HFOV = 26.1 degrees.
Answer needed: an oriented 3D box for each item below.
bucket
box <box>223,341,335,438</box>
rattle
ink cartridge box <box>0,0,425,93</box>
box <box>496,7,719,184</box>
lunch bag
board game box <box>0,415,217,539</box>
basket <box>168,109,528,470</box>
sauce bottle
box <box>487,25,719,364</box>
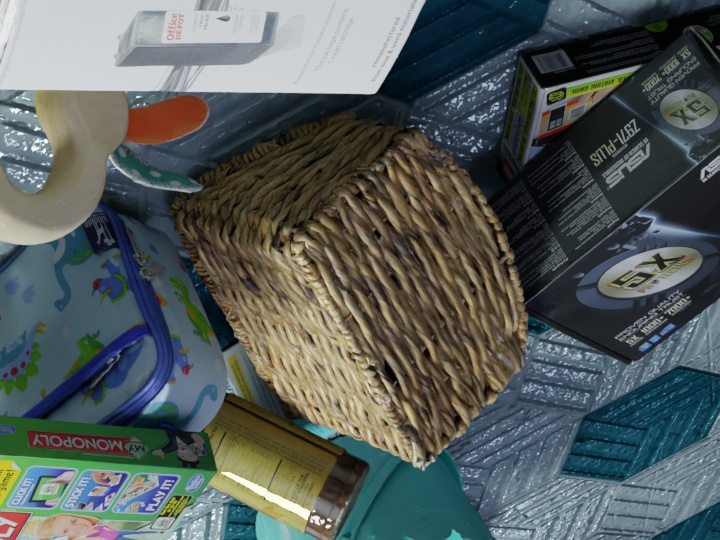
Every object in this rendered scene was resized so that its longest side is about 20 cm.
[{"bbox_3d":[0.015,0.240,1.296,0.206,0.135,0.208,-15,136,-14],"label":"bucket"},{"bbox_3d":[0.003,0.048,1.107,0.199,0.083,0.049,-31,147,7],"label":"box"},{"bbox_3d":[-0.192,-0.065,0.842,0.142,0.131,0.200,-31,174,26],"label":"rattle"},{"bbox_3d":[-0.086,-0.158,0.718,0.199,0.146,0.085,-2,140,-32],"label":"ink cartridge box"},{"bbox_3d":[0.195,-0.118,1.058,0.199,0.035,0.110,-16,145,-16],"label":"box"},{"bbox_3d":[-0.182,0.069,0.939,0.200,0.161,0.082,-38,145,17],"label":"lunch bag"},{"bbox_3d":[-0.185,0.159,0.895,0.134,0.029,0.200,8,134,-34],"label":"board game box"},{"bbox_3d":[0.000,0.000,0.990,0.143,0.149,0.201,-44,123,-24],"label":"basket"},{"bbox_3d":[-0.093,0.114,1.050,0.065,0.199,0.065,-61,170,-18],"label":"sauce bottle"},{"bbox_3d":[0.202,-0.043,1.053,0.200,0.086,0.163,-40,143,19],"label":"box"}]
